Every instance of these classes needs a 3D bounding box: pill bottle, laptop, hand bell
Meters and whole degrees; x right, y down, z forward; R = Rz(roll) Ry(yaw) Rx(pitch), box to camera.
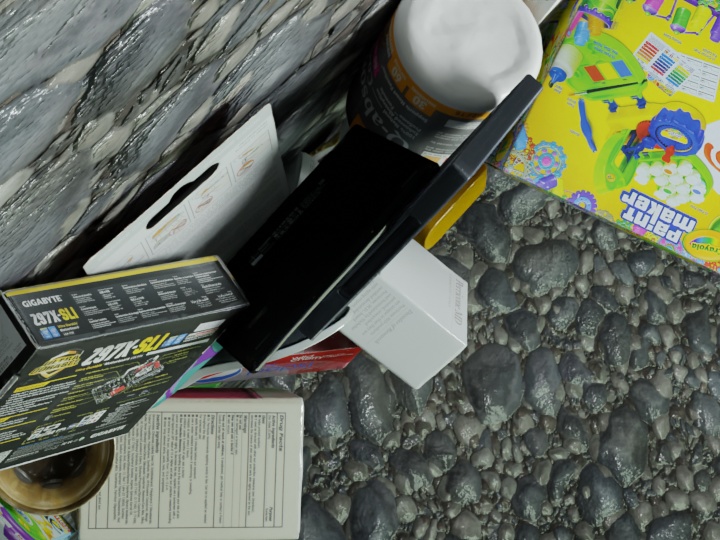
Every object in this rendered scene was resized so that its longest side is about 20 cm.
[{"bbox_3d":[0.054,-0.136,1.212,0.116,0.116,0.200,-42,175,-27],"label":"pill bottle"},{"bbox_3d":[-0.020,0.003,1.139,0.187,0.116,0.200,-48,-150,-5],"label":"laptop"},{"bbox_3d":[-0.265,0.138,1.311,0.104,0.104,0.200,-43,-171,-10],"label":"hand bell"}]

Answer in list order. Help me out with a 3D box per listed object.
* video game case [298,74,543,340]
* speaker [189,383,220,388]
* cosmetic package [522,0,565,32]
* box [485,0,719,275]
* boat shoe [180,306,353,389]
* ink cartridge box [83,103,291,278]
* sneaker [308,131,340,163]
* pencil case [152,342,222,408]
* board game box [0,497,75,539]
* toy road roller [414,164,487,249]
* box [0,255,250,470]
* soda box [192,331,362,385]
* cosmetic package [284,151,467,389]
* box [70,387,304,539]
[{"bbox_3d":[0.041,-0.044,1.102,0.200,0.019,0.143,-47,-178,41],"label":"video game case"},{"bbox_3d":[-0.142,0.057,1.512,0.200,0.088,0.088,-43,176,-11],"label":"speaker"},{"bbox_3d":[0.112,-0.216,1.223,0.051,0.083,0.200,-41,176,-26],"label":"cosmetic package"},{"bbox_3d":[0.230,-0.128,1.239,0.193,0.199,0.122,-64,-172,5],"label":"box"},{"bbox_3d":[-0.106,0.048,1.281,0.199,0.061,0.076,-19,-169,2],"label":"boat shoe"},{"bbox_3d":[-0.123,-0.039,1.066,0.162,0.057,0.200,-43,162,-10],"label":"ink cartridge box"},{"bbox_3d":[-0.043,-0.043,1.419,0.200,0.090,0.075,-45,176,38],"label":"sneaker"},{"bbox_3d":[-0.136,0.024,1.212,0.200,0.085,0.093,-44,133,-15],"label":"pencil case"},{"bbox_3d":[-0.319,0.218,1.266,0.105,0.103,0.200,-44,176,-4],"label":"board game box"},{"bbox_3d":[0.066,-0.134,1.420,0.200,0.123,0.146,-48,165,-11],"label":"toy road roller"},{"bbox_3d":[-0.188,0.065,1.013,0.160,0.049,0.200,-47,160,30],"label":"box"},{"bbox_3d":[-0.102,0.059,1.393,0.199,0.064,0.070,-6,161,-20],"label":"soda box"},{"bbox_3d":[0.000,0.000,1.342,0.074,0.200,0.102,-44,-159,27],"label":"cosmetic package"},{"bbox_3d":[-0.158,0.172,1.412,0.199,0.129,0.109,2,-179,-14],"label":"box"}]
